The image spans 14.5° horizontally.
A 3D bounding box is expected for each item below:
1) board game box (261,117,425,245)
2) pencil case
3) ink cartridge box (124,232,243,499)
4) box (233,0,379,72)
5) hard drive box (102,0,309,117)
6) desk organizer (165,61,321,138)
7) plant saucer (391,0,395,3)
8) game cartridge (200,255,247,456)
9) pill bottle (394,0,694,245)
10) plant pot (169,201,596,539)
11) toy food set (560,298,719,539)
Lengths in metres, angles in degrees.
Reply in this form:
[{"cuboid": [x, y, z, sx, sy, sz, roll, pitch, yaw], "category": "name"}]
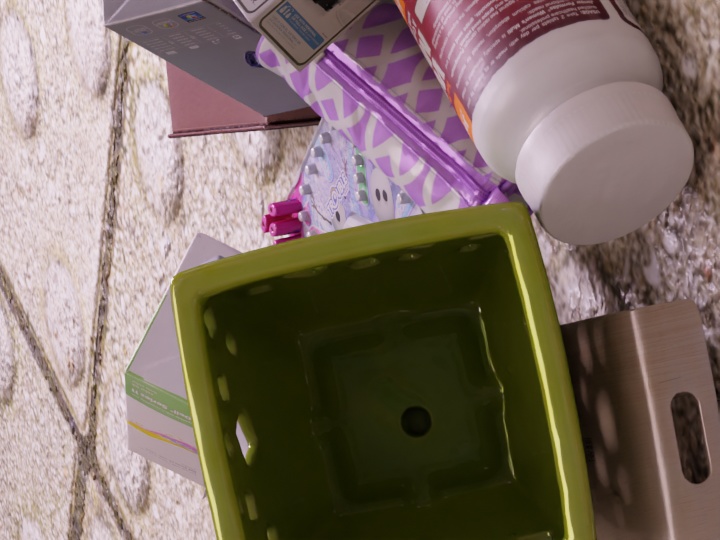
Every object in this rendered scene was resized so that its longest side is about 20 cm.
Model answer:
[{"cuboid": [0.000, 0.000, 1.797, 0.201, 0.026, 0.200, 66, 156, 22], "category": "board game box"}, {"cuboid": [0.026, -0.098, 1.652, 0.200, 0.085, 0.084, 41, 98, 17], "category": "pencil case"}, {"cuboid": [-0.111, 0.071, 1.957, 0.200, 0.067, 0.118, 99, -164, -67], "category": "ink cartridge box"}, {"cuboid": [0.001, -0.224, 1.604, 0.117, 0.200, 0.060, 52, -174, 39], "category": "box"}, {"cuboid": [-0.081, -0.202, 1.776, 0.076, 0.200, 0.157, -12, 70, 26], "category": "hard drive box"}, {"cuboid": [-0.074, -0.137, 1.979, 0.200, 0.071, 0.078, -178, 81, -67], "category": "desk organizer"}, {"cuboid": [0.033, -0.134, 1.750, 0.200, 0.050, 0.202, 171, 90, -67], "category": "plant saucer"}, {"cuboid": [-0.045, 0.090, 1.771, 0.041, 0.133, 0.201, -35, 59, 19], "category": "game cartridge"}, {"cuboid": [0.097, -0.116, 1.526, 0.110, 0.109, 0.201, 105, 147, -46], "category": "pill bottle"}, {"cuboid": [0.020, 0.079, 1.538, 0.181, 0.197, 0.202, 16, -117, -84], "category": "plant pot"}, {"cuboid": [0.154, 0.095, 1.558, 0.200, 0.060, 0.145, 158, 102, -76], "category": "toy food set"}]
